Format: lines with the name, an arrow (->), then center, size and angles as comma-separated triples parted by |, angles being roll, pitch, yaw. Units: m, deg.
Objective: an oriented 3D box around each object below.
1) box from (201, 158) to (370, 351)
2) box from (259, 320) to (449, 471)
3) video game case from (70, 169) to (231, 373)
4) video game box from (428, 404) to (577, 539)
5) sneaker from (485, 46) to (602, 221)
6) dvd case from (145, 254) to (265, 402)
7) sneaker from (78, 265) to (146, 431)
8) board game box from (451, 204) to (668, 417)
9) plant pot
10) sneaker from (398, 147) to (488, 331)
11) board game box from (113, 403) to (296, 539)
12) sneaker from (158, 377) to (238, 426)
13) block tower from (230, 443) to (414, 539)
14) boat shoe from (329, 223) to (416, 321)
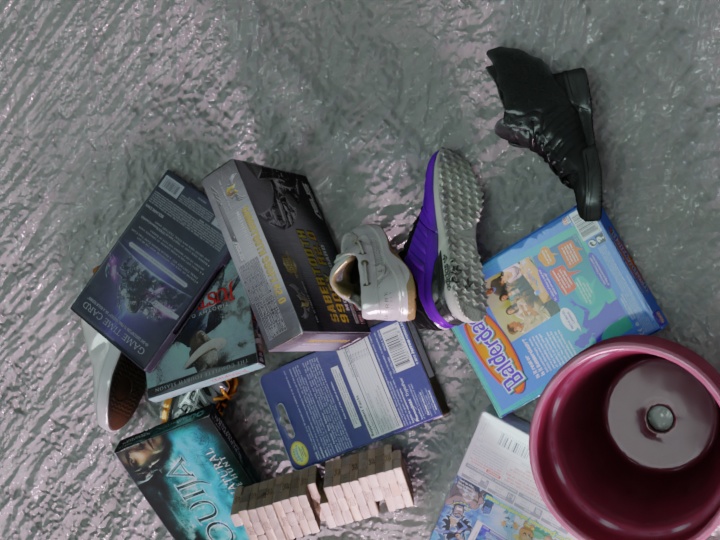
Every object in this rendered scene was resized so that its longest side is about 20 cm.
box -> -0.077, -0.013, 1.325 | 0.048, 0.158, 0.202 | -29, 74, 22
box -> -0.010, 0.138, 1.396 | 0.198, 0.032, 0.122 | -24, 86, 22
video game case -> -0.232, -0.002, 1.429 | 0.142, 0.019, 0.201 | 33, 87, 31
video game box -> 0.187, 0.270, 1.319 | 0.198, 0.047, 0.184 | 27, 104, 18
sneaker -> 0.183, -0.137, 1.245 | 0.103, 0.060, 0.202 | -6, 66, 7
dvd case -> -0.187, 0.036, 1.416 | 0.144, 0.022, 0.202 | -18, 66, 17
sneaker -> -0.303, 0.090, 1.503 | 0.084, 0.073, 0.203 | 8, 91, 30
board game box -> 0.195, 0.039, 1.290 | 0.199, 0.045, 0.153 | -31, 83, 23
plant pot -> 0.277, 0.155, 1.195 | 0.197, 0.179, 0.203 | 3, 98, 22
sneaker -> 0.074, -0.030, 1.297 | 0.099, 0.069, 0.203 | -24, 56, 41
board game box -> -0.178, 0.260, 1.436 | 0.134, 0.028, 0.201 | -22, 112, 19
sneaker -> -0.183, 0.144, 1.449 | 0.076, 0.078, 0.203 | 8, 98, 17
block tower -> -0.042, 0.252, 1.378 | 0.197, 0.054, 0.058 | -16, 113, 8
boat shoe -> 0.000, 0.000, 1.294 | 0.068, 0.200, 0.072 | -8, 108, -13
